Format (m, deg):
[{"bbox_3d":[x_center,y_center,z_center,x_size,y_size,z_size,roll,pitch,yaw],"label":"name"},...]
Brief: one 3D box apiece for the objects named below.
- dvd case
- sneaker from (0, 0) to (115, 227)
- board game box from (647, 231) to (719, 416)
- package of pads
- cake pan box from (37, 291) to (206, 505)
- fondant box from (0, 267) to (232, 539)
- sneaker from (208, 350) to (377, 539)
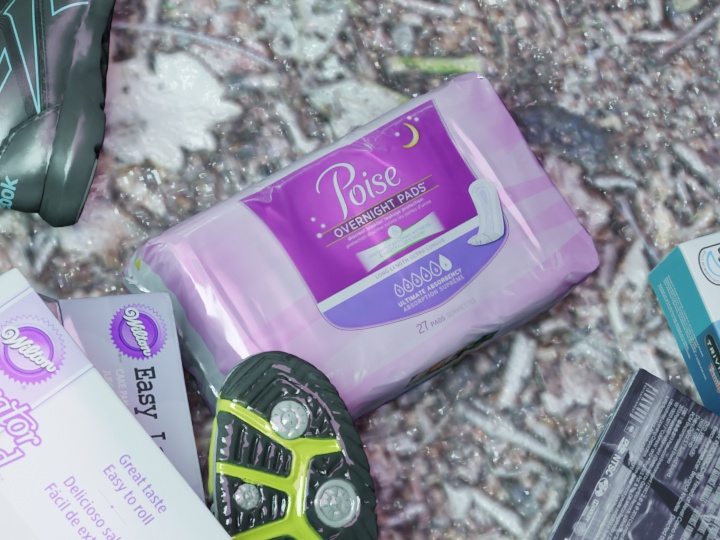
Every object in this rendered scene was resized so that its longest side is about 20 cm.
[{"bbox_3d":[0.176,0.154,1.008,0.200,0.016,0.149,32,60,-1],"label":"dvd case"},{"bbox_3d":[-0.154,-0.121,1.081,0.079,0.075,0.201,10,66,-9],"label":"sneaker"},{"bbox_3d":[0.266,0.037,1.147,0.200,0.047,0.151,-16,74,-20],"label":"board game box"},{"bbox_3d":[0.000,0.000,1.072,0.200,0.076,0.121,-29,82,-23],"label":"package of pads"},{"bbox_3d":[-0.156,0.107,0.949,0.184,0.052,0.201,-3,71,-21],"label":"cake pan box"},{"bbox_3d":[-0.173,0.114,0.882,0.200,0.058,0.144,-36,84,-27],"label":"fondant box"},{"bbox_3d":[-0.031,0.135,0.983,0.075,0.076,0.201,-11,91,-22],"label":"sneaker"}]
